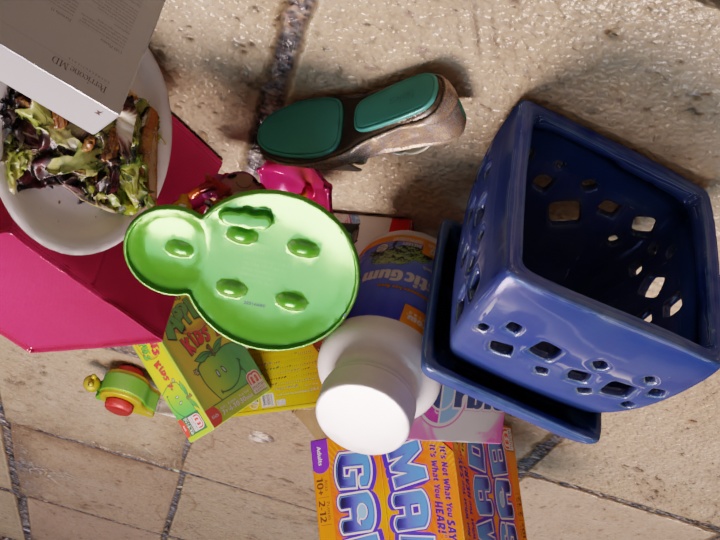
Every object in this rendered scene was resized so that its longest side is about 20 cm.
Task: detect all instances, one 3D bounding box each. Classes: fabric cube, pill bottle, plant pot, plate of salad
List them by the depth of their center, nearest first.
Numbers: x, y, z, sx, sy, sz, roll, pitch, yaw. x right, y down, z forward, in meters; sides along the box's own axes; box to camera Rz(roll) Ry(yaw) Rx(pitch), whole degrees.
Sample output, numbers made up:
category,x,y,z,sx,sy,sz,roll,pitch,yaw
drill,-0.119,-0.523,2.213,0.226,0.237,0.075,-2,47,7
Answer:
category,x,y,z,sx,sy,sz,roll,pitch,yaw
plate of salad,-0.217,-0.111,0.973,0.048,0.201,0.200,9,154,34
plant pot,0.163,0.015,0.985,0.199,0.201,0.180,24,136,-15
pill bottle,0.026,0.064,1.060,0.111,0.200,0.113,8,129,11
fabric cube,-0.282,-0.060,1.106,0.195,0.200,0.200,-5,147,35

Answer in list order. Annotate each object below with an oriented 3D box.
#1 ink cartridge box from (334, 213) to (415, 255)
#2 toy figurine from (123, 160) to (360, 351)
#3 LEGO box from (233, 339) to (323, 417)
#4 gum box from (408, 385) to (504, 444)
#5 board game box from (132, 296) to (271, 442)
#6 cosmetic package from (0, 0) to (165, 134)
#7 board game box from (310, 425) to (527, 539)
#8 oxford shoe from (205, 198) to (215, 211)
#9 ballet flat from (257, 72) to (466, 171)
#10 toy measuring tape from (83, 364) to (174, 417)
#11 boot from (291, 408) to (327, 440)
category,x,y,z,sx,sy,sz,roll,pitch,yaw
ink cartridge box,0.000,0.000,1.220,0.199,0.068,0.116,6,152,16
toy figurine,-0.096,-0.044,1.067,0.199,0.184,0.151,11,118,-4
LEGO box,-0.054,0.115,1.381,0.199,0.078,0.148,-13,176,41
gum box,0.075,0.124,1.292,0.199,0.114,0.066,9,177,-37
board game box,-0.192,0.073,1.297,0.048,0.101,0.201,-31,90,40
cosmetic package,-0.241,-0.214,0.850,0.199,0.152,0.052,31,148,-27
board game box,0.078,0.306,1.516,0.199,0.201,0.200,-14,163,27
oxford shoe,-0.216,-0.043,1.239,0.199,0.073,0.071,-7,144,35
ballet flat,0.003,-0.114,1.012,0.199,0.068,0.067,-5,153,37
toy measuring tape,-0.301,0.181,1.707,0.199,0.074,0.074,15,153,0
boot,-0.125,0.170,1.610,0.199,0.066,0.176,7,139,13
